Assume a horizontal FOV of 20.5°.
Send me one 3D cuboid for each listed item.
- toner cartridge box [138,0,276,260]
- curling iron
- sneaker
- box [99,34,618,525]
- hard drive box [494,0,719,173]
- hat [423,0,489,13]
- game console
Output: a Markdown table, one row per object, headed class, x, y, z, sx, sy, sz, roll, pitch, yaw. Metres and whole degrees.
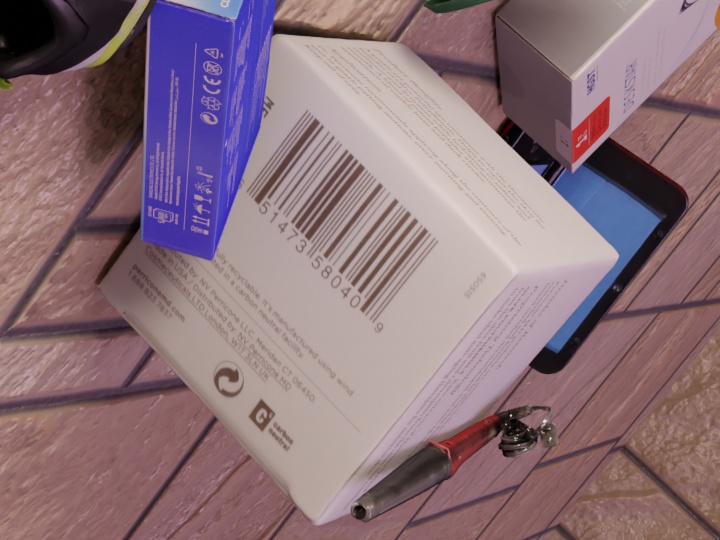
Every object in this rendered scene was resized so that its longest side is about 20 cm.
| class | x | y | z | sx | sy | sz | roll | pitch | yaw |
| --- | --- | --- | --- | --- | --- | --- | --- | --- | --- |
| toner cartridge box | -0.073 | -0.099 | 0.974 | 0.201 | 0.043 | 0.096 | 102 | 3 | -57 |
| curling iron | 0.053 | 0.107 | 1.133 | 0.049 | 0.026 | 0.199 | -10 | -177 | 36 |
| sneaker | -0.113 | -0.145 | 0.807 | 0.083 | 0.072 | 0.201 | -30 | 155 | -39 |
| box | 0.000 | 0.000 | 1.161 | 0.200 | 0.199 | 0.171 | -52 | 162 | 21 |
| hard drive box | 0.190 | -0.188 | 1.404 | 0.200 | 0.077 | 0.156 | -44 | 161 | -9 |
| hat | 0.091 | -0.261 | 1.124 | 0.199 | 0.177 | 0.165 | -10 | -162 | 48 |
| game console | 0.141 | -0.015 | 1.583 | 0.201 | 0.119 | 0.172 | -54 | 161 | 19 |
